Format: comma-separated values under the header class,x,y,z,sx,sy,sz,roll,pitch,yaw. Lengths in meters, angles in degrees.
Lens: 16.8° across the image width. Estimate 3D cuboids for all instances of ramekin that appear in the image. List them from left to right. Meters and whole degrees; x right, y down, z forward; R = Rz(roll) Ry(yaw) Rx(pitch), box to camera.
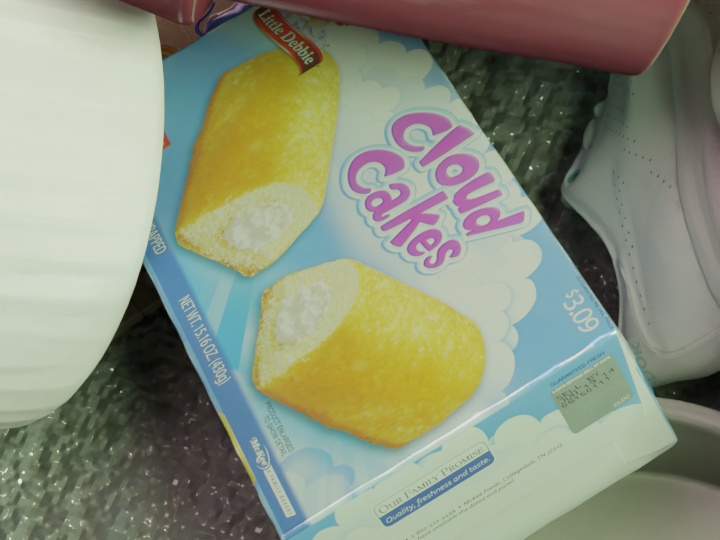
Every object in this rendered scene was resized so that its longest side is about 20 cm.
class,x,y,z,sx,sy,sz,roll,pitch,yaw
ramekin,-0.145,-0.040,0.795,0.200,0.097,0.202,-12,75,55

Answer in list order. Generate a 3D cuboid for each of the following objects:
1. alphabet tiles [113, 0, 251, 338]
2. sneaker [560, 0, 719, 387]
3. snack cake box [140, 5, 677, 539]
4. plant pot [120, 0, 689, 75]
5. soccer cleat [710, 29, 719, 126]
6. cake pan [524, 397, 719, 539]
class,x,y,z,sx,sy,sz,roll,pitch,yaw
alphabet tiles,-0.060,-0.081,0.891,0.199,0.008,0.167,-33,60,-1
sneaker,0.099,-0.054,0.799,0.088,0.075,0.201,-38,38,40
snack cake box,0.000,0.000,0.769,0.115,0.067,0.200,-32,48,2
plant pot,0.022,-0.148,0.703,0.178,0.200,0.201,21,71,-1
soccer cleat,0.198,-0.074,0.697,0.199,0.069,0.078,-8,61,14
cake pan,0.072,0.136,0.728,0.199,0.037,0.201,-7,63,14
